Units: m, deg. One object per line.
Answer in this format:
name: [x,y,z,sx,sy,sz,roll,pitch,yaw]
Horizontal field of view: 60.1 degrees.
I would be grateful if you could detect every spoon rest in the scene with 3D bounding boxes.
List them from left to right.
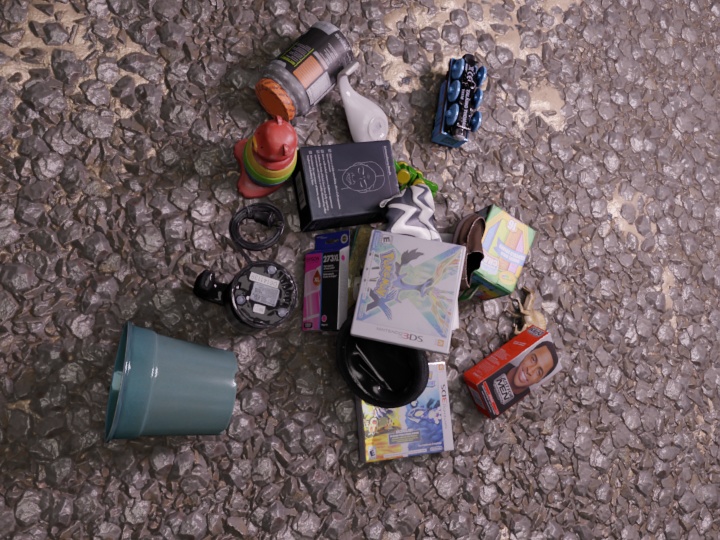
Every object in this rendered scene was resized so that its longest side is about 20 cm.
spoon rest: [0.002,-0.342,1.311,0.099,0.060,0.201,-45,133,-21]

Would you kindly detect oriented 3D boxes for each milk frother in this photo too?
milk frother: [-0.194,0.002,1.153,0.179,0.188,0.202,35,72,-11]

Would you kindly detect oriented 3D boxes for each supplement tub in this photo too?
supplement tub: [-0.115,-0.404,1.277,0.123,0.122,0.200,45,71,-7]

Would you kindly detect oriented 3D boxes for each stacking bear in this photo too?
stacking bear: [-0.173,-0.224,1.189,0.112,0.200,0.124,-5,83,-18]

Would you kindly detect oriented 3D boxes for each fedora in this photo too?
fedora: [0.049,0.161,1.207,0.197,0.092,0.204,4,105,17]

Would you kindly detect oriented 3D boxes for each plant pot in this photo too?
plant pot: [-0.327,0.204,1.086,0.193,0.200,0.204,12,78,-23]

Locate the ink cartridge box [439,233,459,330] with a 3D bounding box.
ink cartridge box: [0.122,0.026,1.308,0.145,0.086,0.204,2,82,-17]

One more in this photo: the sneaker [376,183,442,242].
sneaker: [0.091,-0.059,1.228,0.128,0.080,0.202,-15,107,-6]

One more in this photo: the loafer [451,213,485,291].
loafer: [0.213,-0.029,1.217,0.201,0.070,0.073,-62,141,-32]

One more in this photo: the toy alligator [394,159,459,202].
toy alligator: [0.124,-0.183,1.363,0.198,0.060,0.054,28,118,-18]

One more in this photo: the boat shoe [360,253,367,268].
boat shoe: [0.088,0.032,1.225,0.199,0.072,0.077,38,87,0]

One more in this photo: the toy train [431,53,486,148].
toy train: [0.217,-0.377,1.387,0.085,0.114,0.203,12,79,-19]

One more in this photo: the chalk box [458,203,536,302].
chalk box: [0.269,-0.017,1.344,0.123,0.125,0.202,29,75,-11]

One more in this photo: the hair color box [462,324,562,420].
hair color box: [0.327,0.216,1.333,0.199,0.061,0.102,-33,113,-13]

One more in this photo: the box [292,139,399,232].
box: [-0.031,-0.173,1.278,0.197,0.107,0.151,-8,84,-18]

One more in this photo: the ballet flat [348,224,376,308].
ballet flat: [0.000,0.000,1.277,0.070,0.071,0.203,22,73,-13]

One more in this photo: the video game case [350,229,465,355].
video game case: [0.088,0.037,1.138,0.179,0.022,0.203,10,76,7]

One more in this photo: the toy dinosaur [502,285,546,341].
toy dinosaur: [0.373,0.132,1.390,0.100,0.058,0.204,-2,82,-20]

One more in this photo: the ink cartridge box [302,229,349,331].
ink cartridge box: [-0.068,0.020,1.243,0.037,0.094,0.203,16,73,-50]

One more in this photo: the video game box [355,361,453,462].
video game box: [0.089,0.286,1.279,0.197,0.047,0.185,-3,80,-19]
